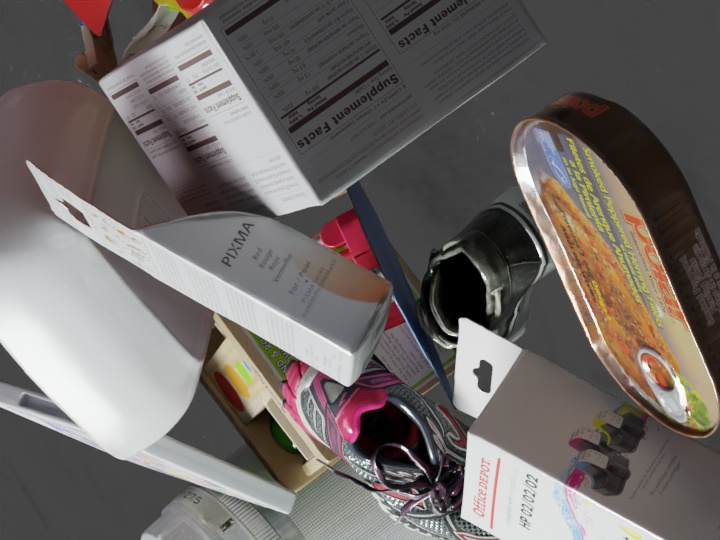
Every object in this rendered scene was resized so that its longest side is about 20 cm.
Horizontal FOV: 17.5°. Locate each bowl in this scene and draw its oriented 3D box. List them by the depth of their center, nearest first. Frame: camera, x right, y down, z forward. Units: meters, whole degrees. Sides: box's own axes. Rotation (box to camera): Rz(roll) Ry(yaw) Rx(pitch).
[{"bbox_3d":[-0.155,-0.012,1.439,0.200,0.074,0.200,51,-152,-32],"label":"bowl"}]

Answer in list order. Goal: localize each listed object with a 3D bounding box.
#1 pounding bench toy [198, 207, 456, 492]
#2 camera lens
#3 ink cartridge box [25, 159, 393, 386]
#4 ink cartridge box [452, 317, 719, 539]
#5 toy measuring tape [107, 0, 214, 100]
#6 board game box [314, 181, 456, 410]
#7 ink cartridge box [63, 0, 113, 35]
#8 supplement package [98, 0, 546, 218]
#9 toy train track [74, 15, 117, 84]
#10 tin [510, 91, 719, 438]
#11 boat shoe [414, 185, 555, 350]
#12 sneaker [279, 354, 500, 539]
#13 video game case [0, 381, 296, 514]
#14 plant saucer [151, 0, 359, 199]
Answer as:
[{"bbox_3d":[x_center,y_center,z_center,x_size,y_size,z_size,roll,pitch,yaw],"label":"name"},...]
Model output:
[{"bbox_3d":[-0.005,0.088,1.572,0.200,0.124,0.156,53,161,4],"label":"pounding bench toy"},{"bbox_3d":[-0.039,0.192,1.708,0.160,0.200,0.160,45,159,23],"label":"camera lens"},{"bbox_3d":[-0.078,-0.011,1.269,0.200,0.050,0.162,32,172,4],"label":"ink cartridge box"},{"bbox_3d":[0.124,0.121,1.328,0.200,0.068,0.115,29,153,16],"label":"ink cartridge box"},{"bbox_3d":[-0.094,-0.150,1.407,0.074,0.073,0.200,49,132,14],"label":"toy measuring tape"},{"bbox_3d":[0.000,0.000,1.423,0.200,0.039,0.158,61,-174,-54],"label":"board game box"},{"bbox_3d":[-0.192,-0.261,1.484,0.200,0.067,0.116,49,146,16],"label":"ink cartridge box"},{"bbox_3d":[-0.025,-0.111,1.241,0.111,0.156,0.200,57,160,-9],"label":"supplement package"},{"bbox_3d":[-0.192,-0.187,1.557,0.115,0.033,0.200,36,-155,-40],"label":"toy train track"},{"bbox_3d":[0.144,-0.003,1.209,0.112,0.042,0.200,28,148,59],"label":"tin"},{"bbox_3d":[0.063,0.011,1.377,0.071,0.064,0.200,50,160,11],"label":"boat shoe"},{"bbox_3d":[0.034,0.118,1.427,0.200,0.081,0.075,36,-179,-36],"label":"sneaker"},{"bbox_3d":[-0.156,0.120,1.614,0.143,0.018,0.200,28,170,-39],"label":"video game case"},{"bbox_3d":[-0.074,-0.127,1.511,0.200,0.037,0.200,47,159,24],"label":"plant saucer"}]
